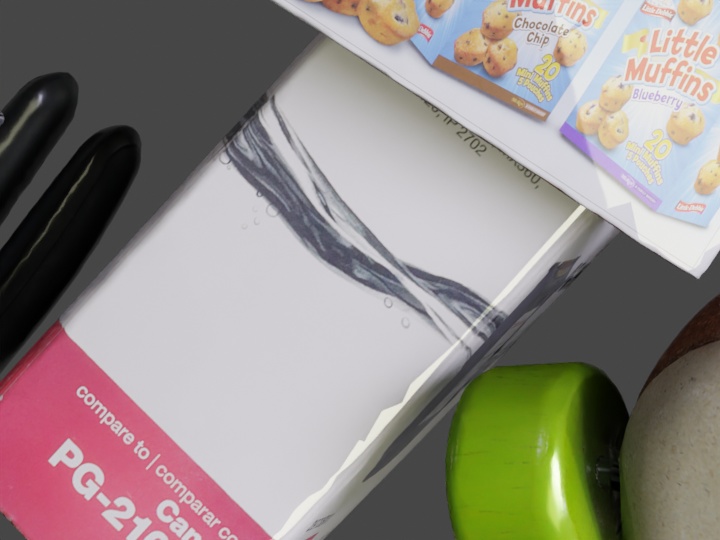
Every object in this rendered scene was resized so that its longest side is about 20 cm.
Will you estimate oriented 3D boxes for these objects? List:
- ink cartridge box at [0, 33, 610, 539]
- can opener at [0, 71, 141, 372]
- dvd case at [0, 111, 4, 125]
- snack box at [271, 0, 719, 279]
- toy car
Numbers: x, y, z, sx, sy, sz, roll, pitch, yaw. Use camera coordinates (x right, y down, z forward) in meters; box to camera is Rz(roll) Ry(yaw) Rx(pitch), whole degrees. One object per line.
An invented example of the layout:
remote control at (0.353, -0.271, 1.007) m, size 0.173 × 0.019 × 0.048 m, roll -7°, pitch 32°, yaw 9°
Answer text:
ink cartridge box at (0.000, 0.000, 0.704) m, size 0.084 × 0.145 × 0.200 m, roll 44°, pitch 96°, yaw 5°
can opener at (-0.131, 0.031, 0.751) m, size 0.063 × 0.079 × 0.201 m, roll 31°, pitch 100°, yaw 13°
dvd case at (-0.187, -0.008, 0.648) m, size 0.149 × 0.016 × 0.200 m, roll -42°, pitch 163°, yaw 10°
snack box at (0.014, -0.082, 0.597) m, size 0.199 × 0.024 × 0.072 m, roll 33°, pitch 97°, yaw -3°
toy car at (0.139, 0.035, 0.661) m, size 0.163 × 0.200 × 0.159 m, roll -4°, pitch 123°, yaw 27°
